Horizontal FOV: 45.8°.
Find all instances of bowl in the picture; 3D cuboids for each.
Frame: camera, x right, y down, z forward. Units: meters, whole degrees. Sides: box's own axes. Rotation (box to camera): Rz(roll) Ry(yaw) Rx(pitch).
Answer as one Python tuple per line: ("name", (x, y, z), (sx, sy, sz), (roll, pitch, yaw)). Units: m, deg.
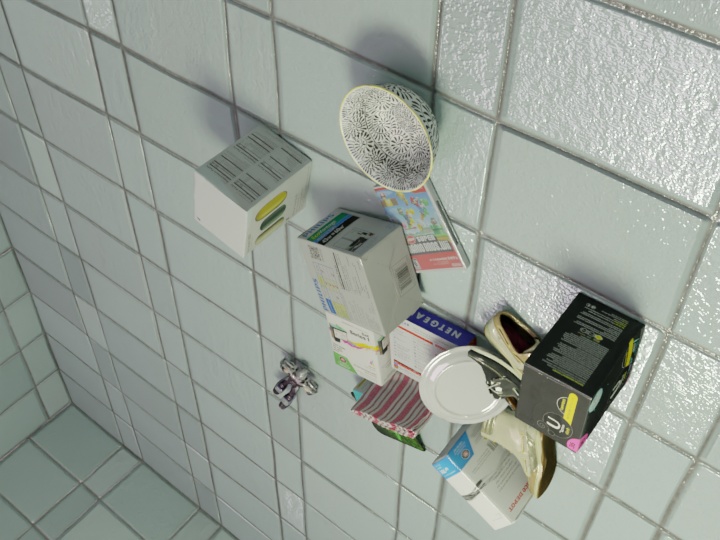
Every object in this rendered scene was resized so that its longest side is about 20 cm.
("bowl", (0.068, -0.246, 1.469), (0.199, 0.094, 0.202), (30, 142, 27))

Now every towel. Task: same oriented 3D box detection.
("towel", (0.086, 0.291, 1.930), (0.198, 0.147, 0.030), (14, 142, 41))

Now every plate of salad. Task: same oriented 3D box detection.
("plate of salad", (0.218, 0.230, 1.740), (0.197, 0.048, 0.202), (1, 120, 2))

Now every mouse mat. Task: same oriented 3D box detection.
("mouse mat", (0.069, 0.377, 2.116), (0.160, 0.008, 0.201), (15, 147, 40))

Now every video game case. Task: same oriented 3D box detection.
("video game case", (0.117, -0.086, 1.640), (0.142, 0.017, 0.202), (-4, 120, 50))

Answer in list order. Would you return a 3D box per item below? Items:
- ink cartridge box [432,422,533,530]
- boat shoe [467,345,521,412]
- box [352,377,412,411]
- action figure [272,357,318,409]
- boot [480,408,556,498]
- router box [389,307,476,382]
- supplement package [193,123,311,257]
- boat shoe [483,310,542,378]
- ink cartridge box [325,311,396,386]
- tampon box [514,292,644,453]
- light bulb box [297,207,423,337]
("ink cartridge box", (0.278, 0.436, 1.856), (0.200, 0.146, 0.086), (46, 145, 3))
("boat shoe", (0.277, 0.218, 1.659), (0.200, 0.068, 0.072), (41, 172, -24))
("box", (0.083, 0.297, 1.998), (0.198, 0.082, 0.050), (14, 136, 41))
("action figure", (-0.181, 0.301, 2.317), (0.131, 0.069, 0.200), (52, 143, 7))
("boot", (0.332, 0.377, 1.805), (0.153, 0.072, 0.202), (18, 129, 36))
("router box", (0.154, 0.176, 1.828), (0.199, 0.049, 0.181), (26, 140, 30))
("supplement package", (-0.227, -0.168, 1.782), (0.150, 0.200, 0.153), (37, 145, 16))
("boat shoe", (0.318, 0.156, 1.602), (0.200, 0.074, 0.067), (41, 151, 12))
("ink cartridge box", (0.005, 0.142, 1.930), (0.144, 0.084, 0.202), (22, 137, 34))
("tampon box", (0.371, 0.171, 1.444), (0.125, 0.200, 0.151), (27, 142, 27))
("light bulb box", (0.000, 0.000, 1.746), (0.199, 0.124, 0.200), (20, 137, 45))
